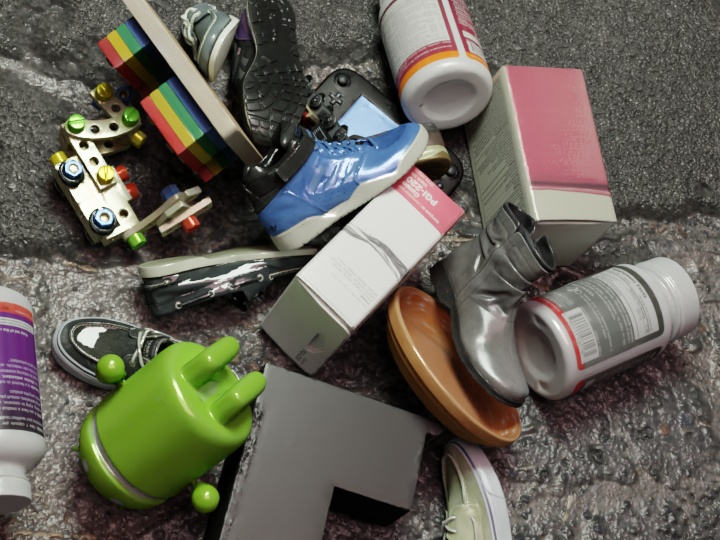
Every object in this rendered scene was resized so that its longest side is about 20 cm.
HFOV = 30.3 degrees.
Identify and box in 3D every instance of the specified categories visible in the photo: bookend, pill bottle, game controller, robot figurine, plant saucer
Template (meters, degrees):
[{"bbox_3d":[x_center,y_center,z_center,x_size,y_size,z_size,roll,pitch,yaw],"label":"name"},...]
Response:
[{"bbox_3d":[-0.038,0.224,1.322,0.198,0.092,0.200,19,63,-12],"label":"bookend"},{"bbox_3d":[-0.355,0.122,1.244,0.111,0.113,0.202,-3,67,-20],"label":"pill bottle"},{"bbox_3d":[0.275,0.060,1.496,0.199,0.114,0.115,-19,74,-27],"label":"pill bottle"},{"bbox_3d":[0.023,-0.144,1.543,0.200,0.042,0.104,40,60,2],"label":"game controller"},{"bbox_3d":[-0.183,0.147,1.260,0.176,0.199,0.116,52,21,-2],"label":"robot figurine"},{"bbox_3d":[0.081,-0.273,1.571,0.109,0.110,0.201,0,53,-19],"label":"pill bottle"},{"bbox_3d":[0.092,0.106,1.399,0.200,0.037,0.201,44,18,-18],"label":"plant saucer"}]

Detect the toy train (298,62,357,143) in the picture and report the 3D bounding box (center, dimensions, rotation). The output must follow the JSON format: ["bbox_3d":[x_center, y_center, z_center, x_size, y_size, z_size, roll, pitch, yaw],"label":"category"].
[{"bbox_3d":[-0.059,-0.183,1.494,0.034,0.046,0.200,34,17,-45],"label":"toy train"}]

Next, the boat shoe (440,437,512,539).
[{"bbox_3d":[0.116,0.270,1.366,0.062,0.072,0.202,-8,72,-25],"label":"boat shoe"}]

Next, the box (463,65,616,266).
[{"bbox_3d":[0.205,-0.119,1.546,0.108,0.128,0.202,0,67,-20],"label":"box"}]

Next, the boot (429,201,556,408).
[{"bbox_3d":[0.156,0.032,1.408,0.070,0.131,0.201,14,43,-50],"label":"boot"}]

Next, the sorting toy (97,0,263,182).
[{"bbox_3d":[-0.191,-0.180,1.409,0.069,0.199,0.201,-37,78,0],"label":"sorting toy"}]

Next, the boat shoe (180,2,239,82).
[{"bbox_3d":[-0.172,-0.256,1.456,0.061,0.200,0.073,23,103,-10],"label":"boat shoe"}]

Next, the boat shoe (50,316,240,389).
[{"bbox_3d":[-0.209,0.086,1.336,0.198,0.071,0.073,17,62,-11],"label":"boat shoe"}]

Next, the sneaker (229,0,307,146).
[{"bbox_3d":[-0.109,-0.209,1.491,0.075,0.088,0.202,14,55,-23],"label":"sneaker"}]

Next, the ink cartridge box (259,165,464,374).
[{"bbox_3d":[0.000,0.000,1.407,0.085,0.146,0.200,42,59,1],"label":"ink cartridge box"}]

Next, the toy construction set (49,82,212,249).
[{"bbox_3d":[-0.249,-0.100,1.405,0.131,0.092,0.200,-29,68,-28],"label":"toy construction set"}]

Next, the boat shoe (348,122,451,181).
[{"bbox_3d":[-0.001,-0.118,1.489,0.198,0.073,0.065,-10,61,-2],"label":"boat shoe"}]

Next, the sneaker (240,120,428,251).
[{"bbox_3d":[-0.031,-0.120,1.379,0.199,0.077,0.112,-35,108,-3],"label":"sneaker"}]

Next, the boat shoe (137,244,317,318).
[{"bbox_3d":[-0.135,0.013,1.403,0.198,0.074,0.067,-9,98,-32],"label":"boat shoe"}]
